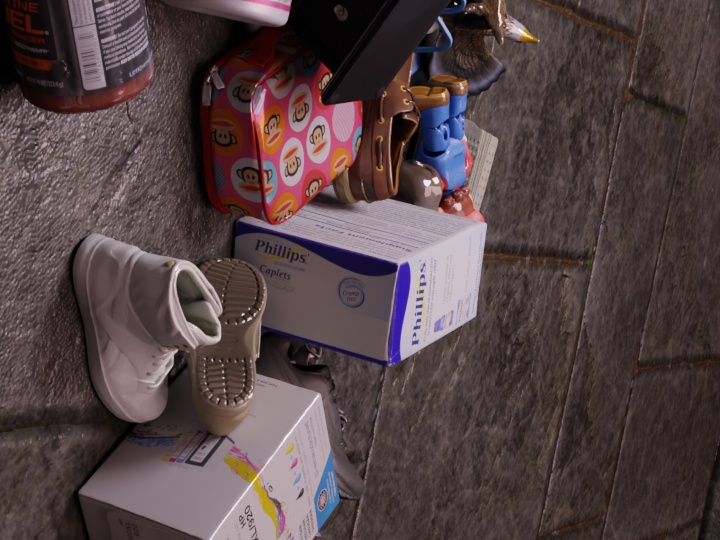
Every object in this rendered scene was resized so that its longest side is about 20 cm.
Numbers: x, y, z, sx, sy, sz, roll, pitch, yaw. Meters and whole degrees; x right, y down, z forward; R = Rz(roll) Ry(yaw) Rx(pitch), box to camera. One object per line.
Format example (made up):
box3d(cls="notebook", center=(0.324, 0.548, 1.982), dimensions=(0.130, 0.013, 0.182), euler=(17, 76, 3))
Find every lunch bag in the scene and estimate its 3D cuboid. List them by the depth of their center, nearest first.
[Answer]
box3d(cls="lunch bag", center=(-0.070, -0.156, 1.647), dimensions=(0.200, 0.081, 0.178), euler=(-43, 137, -49))

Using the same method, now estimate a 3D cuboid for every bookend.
box3d(cls="bookend", center=(-0.014, -0.290, 1.564), dimensions=(0.092, 0.200, 0.199), euler=(-15, 150, -54))

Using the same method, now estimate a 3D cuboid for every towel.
box3d(cls="towel", center=(0.092, -0.086, 2.074), dimensions=(0.192, 0.034, 0.202), euler=(20, 86, -61))

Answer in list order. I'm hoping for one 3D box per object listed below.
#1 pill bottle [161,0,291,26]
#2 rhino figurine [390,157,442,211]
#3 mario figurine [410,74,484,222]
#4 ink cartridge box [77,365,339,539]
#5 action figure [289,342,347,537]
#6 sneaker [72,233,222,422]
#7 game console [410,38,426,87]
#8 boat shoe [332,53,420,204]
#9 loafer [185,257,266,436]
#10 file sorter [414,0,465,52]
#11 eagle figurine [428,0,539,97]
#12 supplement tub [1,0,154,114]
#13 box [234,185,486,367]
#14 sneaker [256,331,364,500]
box3d(cls="pill bottle", center=(-0.098, -0.313, 1.482), dimensions=(0.113, 0.112, 0.202), euler=(3, 99, -64))
box3d(cls="rhino figurine", center=(0.027, -0.034, 1.874), dimensions=(0.060, 0.087, 0.201), euler=(-27, 140, -61))
box3d(cls="mario figurine", center=(0.072, -0.108, 1.945), dimensions=(0.122, 0.106, 0.202), euler=(-10, 111, -19))
box3d(cls="ink cartridge box", center=(-0.134, 0.209, 1.613), dimensions=(0.200, 0.144, 0.148), euler=(-51, 145, -41))
box3d(cls="action figure", center=(-0.064, 0.168, 1.825), dimensions=(0.130, 0.069, 0.202), euler=(19, 80, -52))
box3d(cls="sneaker", center=(-0.170, 0.065, 1.510), dimensions=(0.074, 0.115, 0.201), euler=(-56, 149, -39))
box3d(cls="game console", center=(0.030, -0.232, 1.873), dimensions=(0.177, 0.031, 0.202), euler=(-42, 138, -49))
box3d(cls="boat shoe", center=(0.030, -0.156, 1.785), dimensions=(0.072, 0.067, 0.202), euler=(53, 46, -56))
box3d(cls="loafer", center=(-0.128, 0.068, 1.606), dimensions=(0.201, 0.075, 0.069), euler=(-88, -167, -48))
box3d(cls="file sorter", center=(0.044, -0.325, 1.715), dimensions=(0.139, 0.122, 0.201), euler=(51, 50, -48))
box3d(cls="eagle figurine", center=(0.126, -0.277, 1.950), dimensions=(0.151, 0.151, 0.200), euler=(-37, -175, -10))
box3d(cls="supplement tub", center=(-0.215, -0.224, 1.297), dimensions=(0.107, 0.106, 0.202), euler=(-46, 140, -46))
box3d(cls="box", center=(0.000, 0.000, 1.745), dimensions=(0.200, 0.182, 0.106), euler=(-23, 124, -58))
box3d(cls="sneaker", center=(-0.049, 0.143, 1.735), dimensions=(0.091, 0.076, 0.200), euler=(-45, 115, -16))
